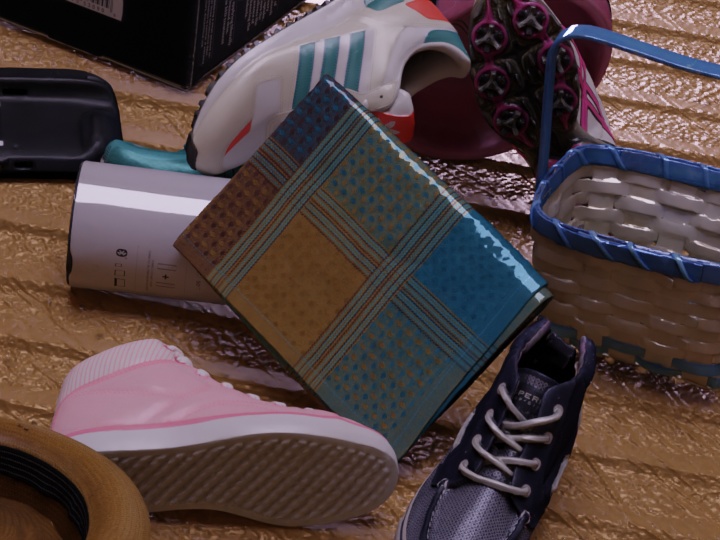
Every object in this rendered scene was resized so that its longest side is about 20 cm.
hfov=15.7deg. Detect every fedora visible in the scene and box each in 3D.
[{"bbox_3d":[-0.204,0.152,1.345,0.199,0.082,0.201,2,30,-1],"label":"fedora"}]

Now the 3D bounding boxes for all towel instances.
[{"bbox_3d":[0.000,0.000,1.543,0.200,0.147,0.022,45,4,21],"label":"towel"}]

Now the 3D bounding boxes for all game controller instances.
[{"bbox_3d":[-0.260,-0.099,1.760,0.198,0.042,0.105,0,48,-11],"label":"game controller"}]

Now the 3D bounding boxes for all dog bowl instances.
[{"bbox_3d":[0.084,-0.157,1.782,0.199,0.201,0.074,-6,52,-21],"label":"dog bowl"}]

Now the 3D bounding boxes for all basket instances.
[{"bbox_3d":[0.185,-0.042,1.611,0.175,0.201,0.139,18,34,12],"label":"basket"}]

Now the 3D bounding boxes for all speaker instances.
[{"bbox_3d":[-0.080,-0.017,1.626,0.198,0.082,0.081,7,33,-1],"label":"speaker"}]

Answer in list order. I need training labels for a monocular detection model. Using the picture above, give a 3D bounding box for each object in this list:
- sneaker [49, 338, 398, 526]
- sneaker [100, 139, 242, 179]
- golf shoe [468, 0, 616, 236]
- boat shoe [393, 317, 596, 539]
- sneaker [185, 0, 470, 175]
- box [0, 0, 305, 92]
[{"bbox_3d":[-0.079,0.085,1.477,0.199,0.076,0.105,0,39,-4],"label":"sneaker"},{"bbox_3d":[-0.072,-0.076,1.709,0.198,0.080,0.078,1,16,-15],"label":"sneaker"},{"bbox_3d":[0.119,-0.115,1.732,0.072,0.201,0.092,-20,33,10],"label":"golf shoe"},{"bbox_3d":[0.076,0.105,1.461,0.074,0.093,0.200,22,35,7],"label":"boat shoe"},{"bbox_3d":[-0.016,-0.110,1.647,0.199,0.070,0.093,-36,68,-24],"label":"sneaker"},{"bbox_3d":[-0.155,-0.250,1.927,0.199,0.125,0.197,21,33,19],"label":"box"}]
